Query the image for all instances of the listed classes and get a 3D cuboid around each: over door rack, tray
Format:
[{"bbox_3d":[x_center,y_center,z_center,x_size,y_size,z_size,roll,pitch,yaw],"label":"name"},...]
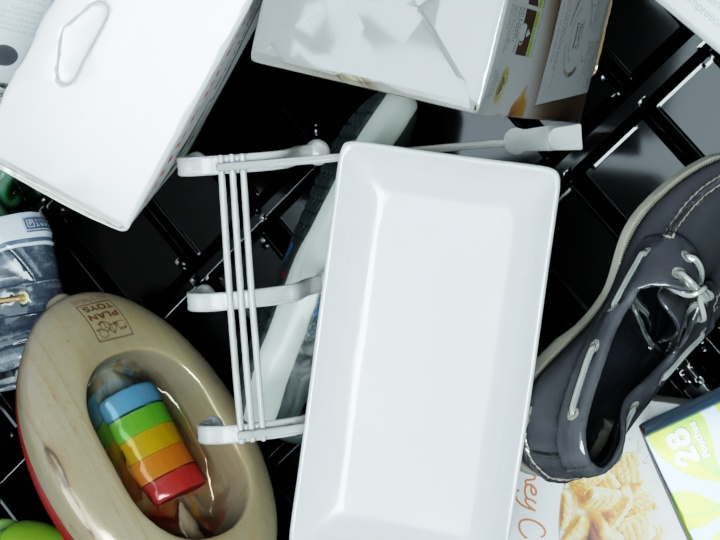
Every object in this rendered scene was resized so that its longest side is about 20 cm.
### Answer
[{"bbox_3d":[0.012,0.007,0.920,0.199,0.067,0.149,-5,97,-6],"label":"over door rack"},{"bbox_3d":[0.031,0.044,0.870,0.107,0.022,0.201,9,94,12],"label":"tray"}]

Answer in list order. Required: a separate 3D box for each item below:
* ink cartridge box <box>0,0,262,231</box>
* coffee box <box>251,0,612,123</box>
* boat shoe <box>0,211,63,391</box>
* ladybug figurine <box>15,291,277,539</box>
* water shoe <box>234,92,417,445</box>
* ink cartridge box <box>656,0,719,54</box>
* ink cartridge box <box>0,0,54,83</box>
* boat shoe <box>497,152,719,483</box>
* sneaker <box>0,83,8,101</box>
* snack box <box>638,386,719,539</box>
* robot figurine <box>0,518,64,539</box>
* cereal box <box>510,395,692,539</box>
[{"bbox_3d":[-0.108,-0.116,0.936,0.084,0.200,0.147,29,103,-5],"label":"ink cartridge box"},{"bbox_3d":[0.043,-0.122,0.887,0.114,0.200,0.080,16,99,19],"label":"coffee box"},{"bbox_3d":[-0.263,0.039,1.075,0.199,0.071,0.091,-19,81,18],"label":"boat shoe"},{"bbox_3d":[-0.125,0.104,1.004,0.072,0.135,0.201,-41,70,42],"label":"ladybug figurine"},{"bbox_3d":[0.000,0.000,0.991,0.079,0.072,0.201,22,99,-10],"label":"water shoe"},{"bbox_3d":[0.208,-0.211,0.884,0.144,0.084,0.200,42,105,15],"label":"ink cartridge box"},{"bbox_3d":[-0.166,-0.196,0.957,0.043,0.199,0.200,18,133,-14],"label":"ink cartridge box"},{"bbox_3d":[0.149,0.024,0.886,0.200,0.063,0.073,-49,113,-17],"label":"boat shoe"},{"bbox_3d":[-0.248,-0.085,1.073,0.200,0.069,0.100,30,109,21],"label":"sneaker"},{"bbox_3d":[0.249,0.132,0.868,0.168,0.068,0.201,-24,87,6],"label":"snack box"},{"bbox_3d":[-0.230,0.204,1.046,0.199,0.116,0.176,-8,116,19],"label":"robot figurine"},{"bbox_3d":[0.112,0.132,0.956,0.199,0.039,0.145,5,91,21],"label":"cereal box"}]
